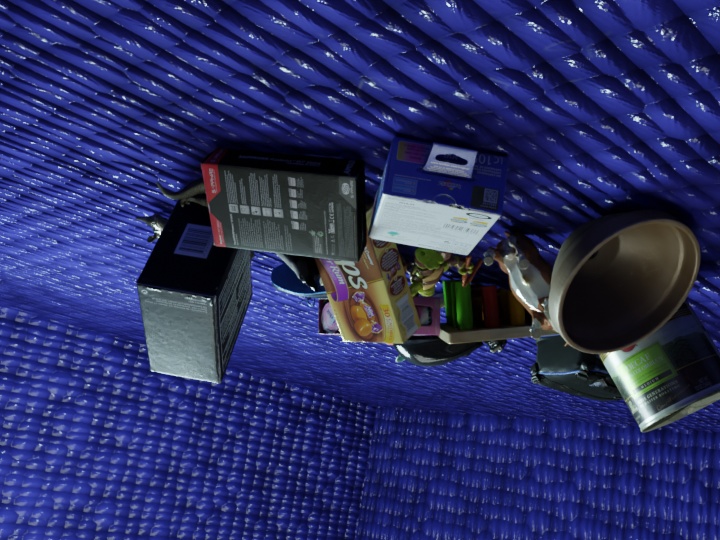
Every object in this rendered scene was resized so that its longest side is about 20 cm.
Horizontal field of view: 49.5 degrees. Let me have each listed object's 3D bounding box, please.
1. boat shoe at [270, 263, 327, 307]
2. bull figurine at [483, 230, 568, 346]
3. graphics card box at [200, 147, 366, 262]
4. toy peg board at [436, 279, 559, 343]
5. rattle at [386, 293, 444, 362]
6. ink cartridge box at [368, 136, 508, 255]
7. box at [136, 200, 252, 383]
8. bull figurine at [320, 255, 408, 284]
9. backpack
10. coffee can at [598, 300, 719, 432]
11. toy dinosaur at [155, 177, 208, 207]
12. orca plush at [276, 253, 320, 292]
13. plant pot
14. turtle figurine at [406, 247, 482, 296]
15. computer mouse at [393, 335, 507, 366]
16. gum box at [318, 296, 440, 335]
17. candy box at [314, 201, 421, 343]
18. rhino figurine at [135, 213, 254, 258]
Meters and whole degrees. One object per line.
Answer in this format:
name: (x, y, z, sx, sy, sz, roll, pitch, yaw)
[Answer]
boat shoe: (-0.069, 0.034, 1.460, 0.200, 0.084, 0.069, 9, 154, 12)
bull figurine: (0.246, 0.032, 1.068, 0.065, 0.200, 0.121, -41, 167, 22)
graphics card box: (-0.093, -0.083, 0.987, 0.200, 0.051, 0.126, 7, 124, 14)
toy peg board: (0.229, 0.059, 1.326, 0.199, 0.098, 0.200, -5, -179, -2)
rattle: (0.161, 0.108, 1.439, 0.200, 0.130, 0.143, -5, -170, -37)
ink cartridge box: (0.090, -0.088, 0.919, 0.136, 0.076, 0.200, 10, 167, -3)
box: (-0.247, 0.030, 1.199, 0.123, 0.200, 0.199, 9, 134, 4)
bull figurine: (0.000, 0.000, 1.280, 0.121, 0.065, 0.200, -1, 172, -24)
backpack: (0.454, 0.165, 1.484, 0.200, 0.147, 0.183, 20, 162, -20)
coffee can: (0.411, 0.105, 1.097, 0.146, 0.200, 0.146, -21, 156, -9)
toy dinosaur: (-0.181, -0.107, 1.074, 0.102, 0.077, 0.200, -21, 143, 41)
orca plush: (-0.092, -0.041, 1.188, 0.105, 0.071, 0.200, 34, -175, -13)
plant pot: (0.315, 0.000, 0.985, 0.201, 0.201, 0.093, 19, -157, -31)
turtle figurine: (0.113, -0.005, 1.181, 0.200, 0.064, 0.161, -27, 157, -19)
computer mouse: (0.158, 0.140, 1.374, 0.200, 0.053, 0.138, -5, -179, 6)
gum box: (0.034, 0.078, 1.333, 0.113, 0.066, 0.200, 3, 176, -42)
candy box: (0.003, 0.005, 1.123, 0.117, 0.200, 0.056, -2, -154, 39)
rhino figurine: (-0.283, -0.055, 1.322, 0.200, 0.060, 0.087, 18, 160, -22)
